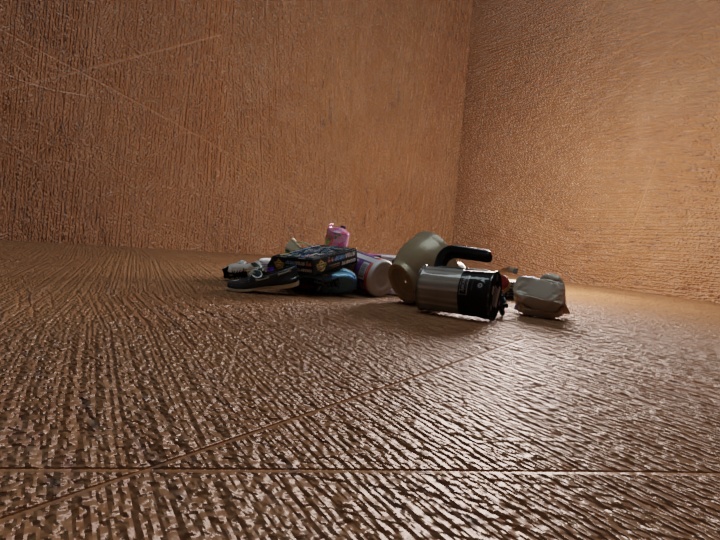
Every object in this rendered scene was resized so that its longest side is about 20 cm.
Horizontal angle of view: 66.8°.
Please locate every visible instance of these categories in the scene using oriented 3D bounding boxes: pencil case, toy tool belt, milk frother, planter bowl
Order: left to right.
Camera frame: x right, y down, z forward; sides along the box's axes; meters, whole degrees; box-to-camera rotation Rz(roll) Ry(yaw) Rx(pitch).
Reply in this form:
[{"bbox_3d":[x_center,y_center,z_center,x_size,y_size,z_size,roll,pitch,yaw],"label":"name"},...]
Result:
[{"bbox_3d":[-0.096,-0.050,1.833,0.086,0.203,0.088,15,15,-4],"label":"pencil case"},{"bbox_3d":[0.162,0.009,1.518,0.134,0.203,0.199,-27,18,-25],"label":"planter bowl"},{"bbox_3d":[0.263,0.057,1.369,0.186,0.182,0.201,7,-39,29],"label":"milk frother"},{"bbox_3d":[0.464,0.074,1.488,0.198,0.126,0.123,11,-25,33],"label":"toy tool belt"}]

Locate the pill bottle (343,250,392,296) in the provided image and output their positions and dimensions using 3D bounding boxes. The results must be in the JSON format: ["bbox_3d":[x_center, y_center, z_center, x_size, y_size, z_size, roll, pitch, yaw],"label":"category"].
[{"bbox_3d":[0.000,0.000,1.666,0.110,0.113,0.199,1,14,-44],"label":"pill bottle"}]

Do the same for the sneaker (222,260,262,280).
[{"bbox_3d":[-0.359,0.012,1.680,0.079,0.075,0.199,-16,11,-36],"label":"sneaker"}]

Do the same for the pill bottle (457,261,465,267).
[{"bbox_3d":[0.240,0.023,1.802,0.197,0.116,0.114,3,4,-16],"label":"pill bottle"}]

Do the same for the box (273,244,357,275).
[{"bbox_3d":[-0.128,-0.033,1.573,0.157,0.047,0.199,6,15,36],"label":"box"}]

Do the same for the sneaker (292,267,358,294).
[{"bbox_3d":[-0.104,0.043,1.533,0.197,0.080,0.090,-2,17,2],"label":"sneaker"}]

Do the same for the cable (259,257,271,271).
[{"bbox_3d":[-0.256,0.000,1.865,0.197,0.070,0.200,5,3,2],"label":"cable"}]

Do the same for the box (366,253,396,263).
[{"bbox_3d":[0.100,0.002,1.938,0.198,0.117,0.131,7,4,42],"label":"box"}]

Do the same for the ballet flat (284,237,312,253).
[{"bbox_3d":[-0.162,-0.049,1.789,0.198,0.070,0.069,29,13,22],"label":"ballet flat"}]

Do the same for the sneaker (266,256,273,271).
[{"bbox_3d":[-0.200,-0.004,1.736,0.197,0.101,0.070,7,3,-11],"label":"sneaker"}]

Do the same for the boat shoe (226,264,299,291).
[{"bbox_3d":[-0.264,0.020,1.468,0.197,0.063,0.075,-5,13,3],"label":"boat shoe"}]

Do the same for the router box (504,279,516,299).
[{"bbox_3d":[0.573,0.068,1.946,0.197,0.063,0.150,4,2,-9],"label":"router box"}]

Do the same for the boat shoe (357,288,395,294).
[{"bbox_3d":[0.050,0.032,1.739,0.197,0.072,0.072,5,4,20],"label":"boat shoe"}]
